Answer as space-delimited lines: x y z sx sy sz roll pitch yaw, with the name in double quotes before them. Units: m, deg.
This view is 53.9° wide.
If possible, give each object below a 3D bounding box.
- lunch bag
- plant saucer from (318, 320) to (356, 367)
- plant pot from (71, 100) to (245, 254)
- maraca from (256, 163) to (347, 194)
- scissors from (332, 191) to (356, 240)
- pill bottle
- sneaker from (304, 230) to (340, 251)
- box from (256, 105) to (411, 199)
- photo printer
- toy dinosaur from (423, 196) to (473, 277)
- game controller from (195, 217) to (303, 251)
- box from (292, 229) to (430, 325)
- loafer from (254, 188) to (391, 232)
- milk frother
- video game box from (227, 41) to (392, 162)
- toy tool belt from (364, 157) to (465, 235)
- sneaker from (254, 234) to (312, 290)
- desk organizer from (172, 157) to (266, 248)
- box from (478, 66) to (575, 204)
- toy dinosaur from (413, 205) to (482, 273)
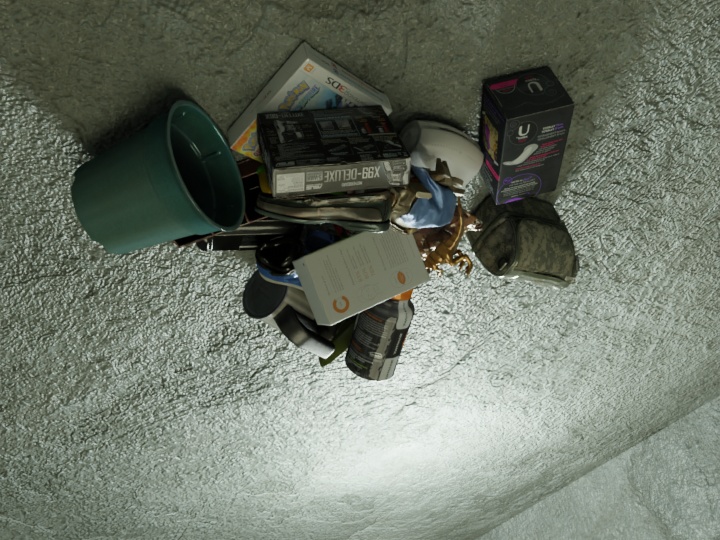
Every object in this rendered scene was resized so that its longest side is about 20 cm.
"lunch bag" 0.331 -0.047 1.424 0.198 0.169 0.140 10 137 -33
"plant saucer" -0.026 0.127 1.535 0.031 0.200 0.200 44 121 -5
"plant pot" -0.308 -0.124 1.063 0.194 0.202 0.200 -18 145 16
"maraca" -0.071 -0.123 1.122 0.199 0.108 0.137 22 174 -24
"scissors" -0.037 -0.065 1.321 0.072 0.014 0.202 -8 121 -12
"pill bottle" 0.043 0.106 1.376 0.105 0.106 0.202 4 117 -26
"sneaker" -0.023 -0.030 1.400 0.199 0.078 0.070 33 127 -21
"box" -0.043 -0.178 1.030 0.198 0.158 0.050 -8 132 -14
"photo printer" 0.109 -0.173 1.252 0.165 0.070 0.200 14 134 -35
"toy dinosaur" 0.165 -0.037 1.327 0.106 0.061 0.200 27 128 -19
"game controller" -0.203 -0.072 1.299 0.198 0.043 0.104 -2 156 -18
"box" 0.000 0.000 1.238 0.199 0.125 0.097 -23 -177 -17
"loafer" -0.052 -0.101 1.025 0.198 0.072 0.064 8 110 -3
"milk frother" -0.095 0.054 1.426 0.201 0.180 0.188 -57 139 -2
"video game box" -0.080 -0.236 1.116 0.181 0.047 0.200 22 129 -38
"toy tool belt" 0.103 -0.113 1.109 0.122 0.126 0.199 13 -174 39
"sneaker" -0.097 -0.009 1.299 0.198 0.077 0.111 11 161 6
"desk organizer" -0.233 -0.116 1.185 0.198 0.078 0.072 -19 144 3
"box" 0.276 -0.228 1.214 0.121 0.107 0.201 -14 144 -6
"toy dinosaur" 0.139 -0.071 1.389 0.198 0.086 0.136 -18 145 7
